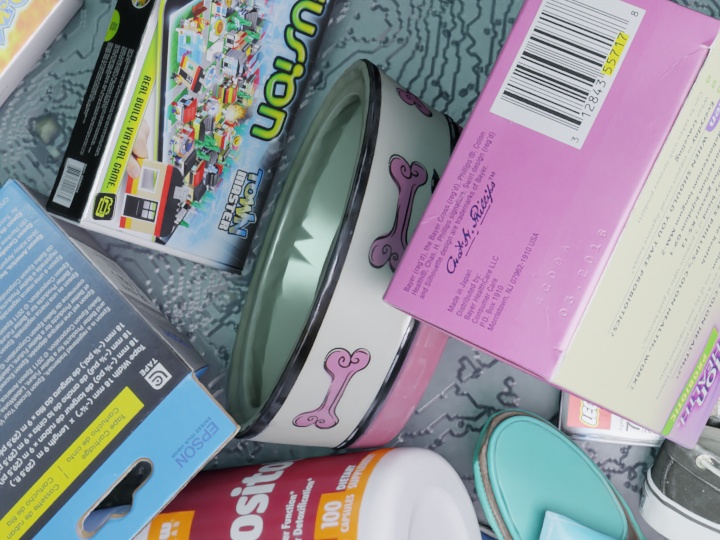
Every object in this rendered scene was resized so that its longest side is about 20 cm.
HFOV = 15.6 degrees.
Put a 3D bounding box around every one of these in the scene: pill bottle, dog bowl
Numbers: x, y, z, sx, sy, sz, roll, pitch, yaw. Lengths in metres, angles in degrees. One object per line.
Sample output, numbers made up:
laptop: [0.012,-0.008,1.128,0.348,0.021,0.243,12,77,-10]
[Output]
pill bottle: [-0.048,0.154,1.331,0.200,0.113,0.113,-10,88,28]
dog bowl: [0.000,0.000,1.318,0.074,0.200,0.200,20,91,-11]

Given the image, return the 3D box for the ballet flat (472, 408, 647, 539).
ballet flat: [0.120,0.155,1.352,0.067,0.070,0.200,-44,97,-16]

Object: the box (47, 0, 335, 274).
box: [-0.079,-0.108,1.361,0.035,0.110,0.200,21,93,50]

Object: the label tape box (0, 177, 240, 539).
label tape box: [-0.159,0.072,1.359,0.144,0.063,0.200,-46,64,3]

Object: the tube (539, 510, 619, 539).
tube: [0.176,0.183,1.307,0.200,0.050,0.077,16,80,-9]

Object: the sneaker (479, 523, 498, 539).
sneaker: [0.085,0.199,1.356,0.200,0.077,0.076,42,95,8]

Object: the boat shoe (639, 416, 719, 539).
boat shoe: [0.243,0.128,1.324,0.200,0.071,0.064,18,121,-1]

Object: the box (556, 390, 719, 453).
box: [0.164,-0.007,1.373,0.110,0.035,0.200,4,89,5]

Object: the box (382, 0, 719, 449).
box: [0.124,-0.027,1.238,0.097,0.200,0.176,25,90,29]

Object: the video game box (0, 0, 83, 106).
video game box: [-0.282,-0.126,1.417,0.182,0.047,0.200,39,93,3]
